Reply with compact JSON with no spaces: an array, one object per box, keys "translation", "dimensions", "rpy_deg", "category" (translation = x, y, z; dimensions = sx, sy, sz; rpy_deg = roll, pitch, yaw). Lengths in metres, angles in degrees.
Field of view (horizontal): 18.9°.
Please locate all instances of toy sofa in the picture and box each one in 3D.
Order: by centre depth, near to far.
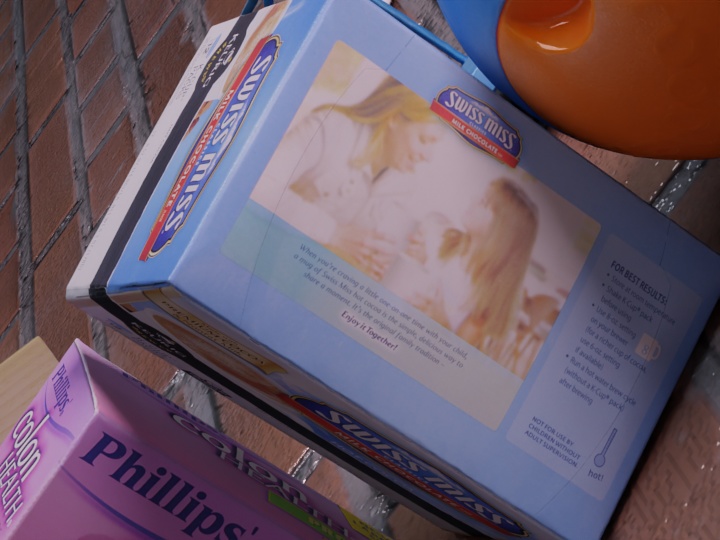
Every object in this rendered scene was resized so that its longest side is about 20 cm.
[{"translation":[-0.263,0.127,1.524],"dimensions":[0.083,0.098,0.200],"rpy_deg":[-39,6,-35],"category":"toy sofa"}]

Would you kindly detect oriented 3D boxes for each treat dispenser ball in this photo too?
[{"translation":[0.120,-0.141,0.807],"dimensions":[0.201,0.200,0.201],"rpy_deg":[-47,21,24],"category":"treat dispenser ball"}]

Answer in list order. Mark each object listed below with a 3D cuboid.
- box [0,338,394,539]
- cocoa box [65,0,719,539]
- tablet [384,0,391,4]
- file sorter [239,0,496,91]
[{"translation":[-0.096,0.165,0.883],"dimensions":[0.200,0.176,0.097],"rpy_deg":[-54,19,4],"category":"box"},{"translation":[0.014,0.003,0.836],"dimensions":[0.134,0.200,0.131],"rpy_deg":[-61,20,-13],"category":"cocoa box"},{"translation":[-0.036,-0.090,1.394],"dimensions":[0.130,0.014,0.201],"rpy_deg":[-36,29,46],"category":"tablet"},{"translation":[0.036,-0.159,1.087],"dimensions":[0.200,0.122,0.139],"rpy_deg":[-58,3,-28],"category":"file sorter"}]
